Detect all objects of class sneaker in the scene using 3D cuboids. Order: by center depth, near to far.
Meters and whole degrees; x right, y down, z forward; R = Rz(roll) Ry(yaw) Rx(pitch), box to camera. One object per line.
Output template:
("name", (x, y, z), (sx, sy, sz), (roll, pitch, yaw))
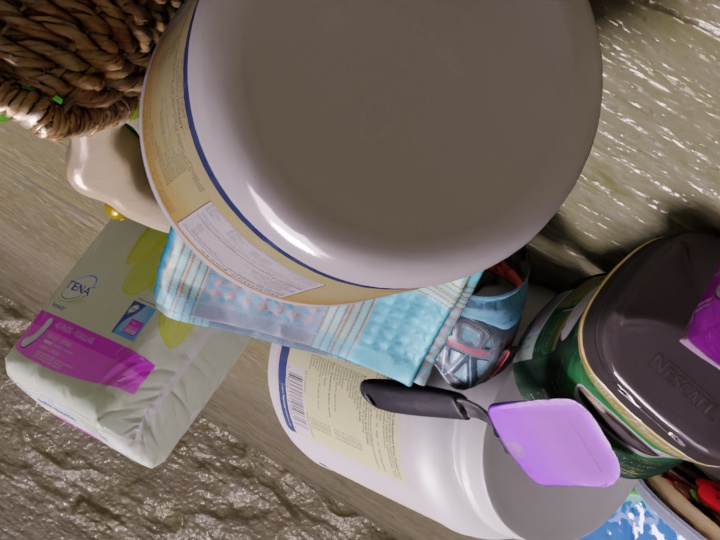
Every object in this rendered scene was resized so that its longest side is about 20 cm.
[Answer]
("sneaker", (0.000, 0.000, 1.096), (0.200, 0.079, 0.096), (32, 135, 37))

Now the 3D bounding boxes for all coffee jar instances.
("coffee jar", (0.141, 0.043, 0.979), (0.104, 0.085, 0.200), (41, 170, -1))

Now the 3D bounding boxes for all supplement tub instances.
("supplement tub", (-0.006, -0.061, 0.780), (0.144, 0.145, 0.200), (34, 170, -9))
("supplement tub", (0.056, 0.069, 1.192), (0.145, 0.145, 0.200), (40, 167, -35))

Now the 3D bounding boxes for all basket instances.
("basket", (-0.167, -0.135, 0.860), (0.200, 0.149, 0.143), (32, 160, 2))

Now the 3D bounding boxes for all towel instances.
("towel", (-0.010, -0.022, 0.968), (0.146, 0.022, 0.200), (17, 142, -7))

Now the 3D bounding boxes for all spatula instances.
("spatula", (0.057, 0.075, 1.044), (0.200, 0.021, 0.057), (12, 140, 59))

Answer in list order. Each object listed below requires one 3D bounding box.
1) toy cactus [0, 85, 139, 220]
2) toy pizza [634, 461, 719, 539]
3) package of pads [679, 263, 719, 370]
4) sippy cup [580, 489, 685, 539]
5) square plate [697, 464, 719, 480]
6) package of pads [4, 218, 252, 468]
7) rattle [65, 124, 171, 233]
("toy cactus", (-0.191, -0.101, 1.318), (0.200, 0.102, 0.165), (32, -177, -15))
("toy pizza", (0.252, 0.160, 1.250), (0.200, 0.032, 0.200), (29, -170, -6))
("package of pads", (0.226, 0.044, 0.765), (0.200, 0.076, 0.121), (33, 167, -2))
("sippy cup", (0.187, 0.189, 1.364), (0.178, 0.139, 0.130), (69, -158, -2))
("square plate", (0.244, 0.110, 1.143), (0.198, 0.028, 0.200), (29, 169, 23))
("package of pads", (-0.126, 0.017, 1.338), (0.068, 0.200, 0.154), (44, 166, -31))
("rattle", (-0.045, -0.086, 1.033), (0.200, 0.130, 0.143), (3, -161, -13))
